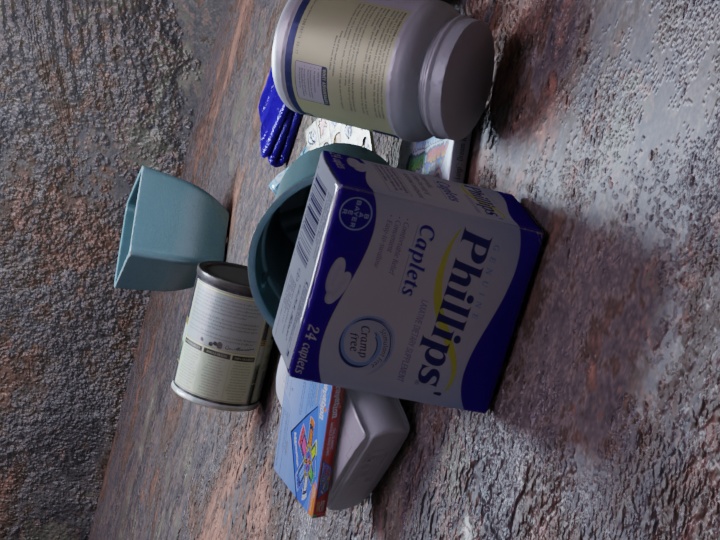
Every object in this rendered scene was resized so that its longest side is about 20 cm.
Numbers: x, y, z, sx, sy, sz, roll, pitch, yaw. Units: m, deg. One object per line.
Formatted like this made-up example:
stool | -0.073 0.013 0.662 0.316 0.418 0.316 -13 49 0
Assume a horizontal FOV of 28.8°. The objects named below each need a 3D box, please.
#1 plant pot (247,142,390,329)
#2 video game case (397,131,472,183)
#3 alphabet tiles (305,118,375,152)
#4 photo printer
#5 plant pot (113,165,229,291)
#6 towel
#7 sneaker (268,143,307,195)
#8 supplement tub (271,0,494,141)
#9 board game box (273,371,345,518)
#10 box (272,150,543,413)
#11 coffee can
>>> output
plant pot | -0.018 -0.039 1.497 0.196 0.198 0.202 -96 21 -68
video game case | 0.072 -0.081 1.566 0.200 0.023 0.184 172 109 -74
alphabet tiles | -0.028 -0.116 1.680 0.200 0.006 0.168 -35 59 59
photo printer | -0.028 0.142 1.572 0.201 0.069 0.167 65 146 32
plant pot | -0.377 -0.068 2.849 0.196 0.198 0.198 132 146 -61
towel | -0.143 -0.287 2.446 0.201 0.049 0.149 -103 28 -57
sneaker | -0.091 -0.134 2.083 0.074 0.081 0.202 -128 51 -69
supplement tub | 0.024 -0.215 1.448 0.145 0.198 0.146 -40 -41 -48
board game box | -0.055 0.157 1.530 0.103 0.019 0.202 44 131 51
box | 0.041 0.012 1.277 0.105 0.198 0.186 -121 45 -66
coffee can | -0.207 0.102 2.211 0.146 0.145 0.202 -131 54 -71
